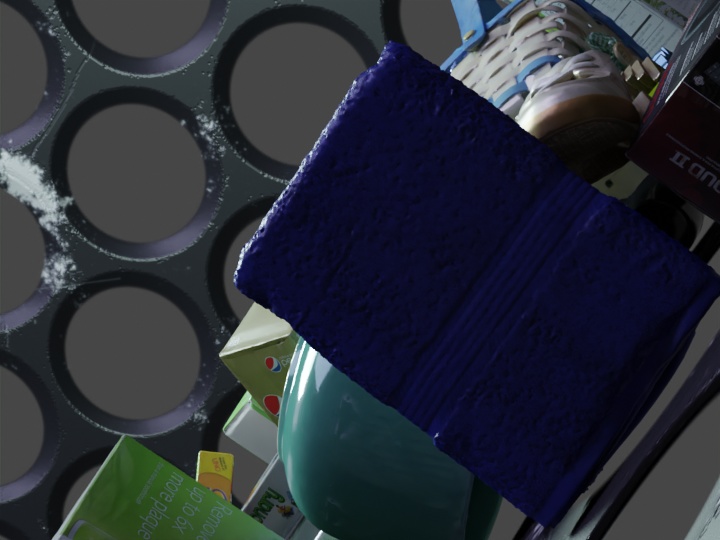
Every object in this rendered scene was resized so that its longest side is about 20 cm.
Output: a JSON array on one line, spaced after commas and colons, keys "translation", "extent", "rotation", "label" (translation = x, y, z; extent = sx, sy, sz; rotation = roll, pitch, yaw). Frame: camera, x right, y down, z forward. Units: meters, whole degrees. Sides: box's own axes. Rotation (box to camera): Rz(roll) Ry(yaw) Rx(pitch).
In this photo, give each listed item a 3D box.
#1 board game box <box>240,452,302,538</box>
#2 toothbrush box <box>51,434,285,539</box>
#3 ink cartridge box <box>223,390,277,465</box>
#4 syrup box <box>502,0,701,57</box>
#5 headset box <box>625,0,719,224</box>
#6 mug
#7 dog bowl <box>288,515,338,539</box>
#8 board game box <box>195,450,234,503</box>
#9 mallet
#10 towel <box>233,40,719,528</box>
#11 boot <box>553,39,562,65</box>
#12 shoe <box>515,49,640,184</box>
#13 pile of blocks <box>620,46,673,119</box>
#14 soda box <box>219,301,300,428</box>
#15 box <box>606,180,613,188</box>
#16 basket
[{"translation": [-0.018, 0.093, 1.856], "extent": [0.126, 0.035, 0.200], "rotation": [-56, 0, -37], "label": "board game box"}, {"translation": [-0.080, 0.199, 1.571], "extent": [0.086, 0.200, 0.146], "rotation": [-54, 3, 26], "label": "toothbrush box"}, {"translation": [0.023, 0.061, 2.046], "extent": [0.200, 0.145, 0.084], "rotation": [-58, 3, -24], "label": "ink cartridge box"}, {"translation": [0.160, -0.186, 1.885], "extent": [0.079, 0.199, 0.081], "rotation": [-58, 3, -33], "label": "syrup box"}, {"translation": [0.212, -0.123, 1.442], "extent": [0.200, 0.077, 0.149], "rotation": [-53, 4, 37], "label": "headset box"}, {"translation": [0.026, 0.060, 1.615], "extent": [0.152, 0.114, 0.186], "rotation": [81, -155, -63], "label": "mug"}, {"translation": [0.004, 0.168, 1.764], "extent": [0.201, 0.079, 0.200], "rotation": [-57, 2, 4], "label": "dog bowl"}, {"translation": [-0.096, 0.218, 1.791], "extent": [0.096, 0.030, 0.201], "rotation": [99, 177, -57], "label": "board game box"}, {"translation": [0.092, -0.037, 1.639], "extent": [0.066, 0.199, 0.041], "rotation": [-41, -48, -61], "label": "mallet"}, {"translation": [0.055, 0.005, 1.411], "extent": [0.148, 0.200, 0.050], "rotation": [-55, -6, 13], "label": "towel"}, {"translation": [0.193, -0.157, 2.019], "extent": [0.199, 0.068, 0.131], "rotation": [-32, -19, -25], "label": "boot"}, {"translation": [0.102, -0.077, 1.513], "extent": [0.070, 0.054, 0.200], "rotation": [-24, -7, 5], "label": "shoe"}, {"translation": [0.188, -0.103, 1.620], "extent": [0.062, 0.082, 0.200], "rotation": [-50, 4, 14], "label": "pile of blocks"}, {"translation": [0.000, 0.000, 1.752], "extent": [0.064, 0.068, 0.200], "rotation": [-18, 30, 44], "label": "soda box"}, {"translation": [0.108, -0.046, 1.977], "extent": [0.199, 0.036, 0.145], "rotation": [-18, -27, -42], "label": "box"}, {"translation": [0.118, -0.078, 1.759], "extent": [0.139, 0.176, 0.200], "rotation": [-41, 18, 10], "label": "basket"}]
